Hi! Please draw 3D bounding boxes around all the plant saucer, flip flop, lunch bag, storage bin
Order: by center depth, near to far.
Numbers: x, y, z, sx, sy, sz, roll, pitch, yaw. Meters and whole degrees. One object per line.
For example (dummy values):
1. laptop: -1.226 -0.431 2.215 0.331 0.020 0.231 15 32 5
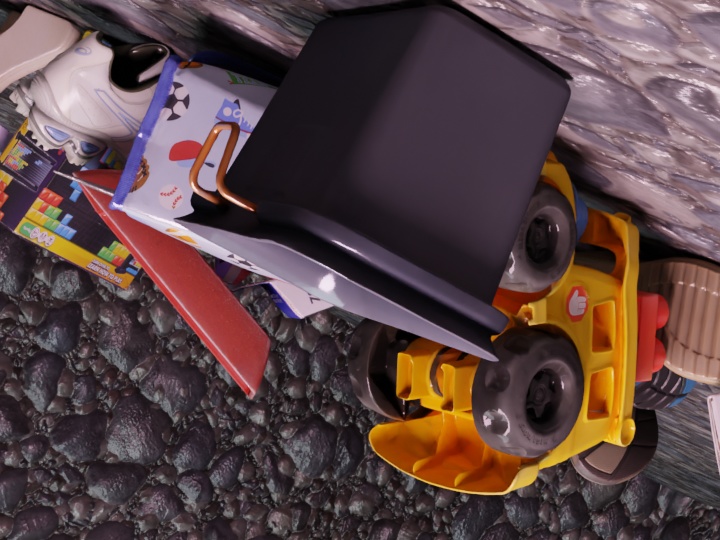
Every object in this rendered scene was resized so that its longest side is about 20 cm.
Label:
1. storage bin: 0.003 -0.055 0.788 0.145 0.135 0.200 28 174 -23
2. lunch bag: -0.062 -0.065 1.067 0.170 0.124 0.200 24 -179 -2
3. plant saucer: -0.131 0.007 1.208 0.200 0.037 0.200 50 174 2
4. flip flop: 0.209 0.118 1.401 0.081 0.058 0.200 28 -146 -13

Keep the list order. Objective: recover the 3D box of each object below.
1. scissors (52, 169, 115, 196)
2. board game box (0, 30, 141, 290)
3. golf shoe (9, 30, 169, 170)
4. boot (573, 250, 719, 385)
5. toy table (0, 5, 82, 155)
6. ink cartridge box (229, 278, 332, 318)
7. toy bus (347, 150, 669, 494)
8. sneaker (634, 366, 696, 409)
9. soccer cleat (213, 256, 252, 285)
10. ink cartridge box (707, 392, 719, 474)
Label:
1. scissors: -0.111 -0.030 1.106 0.200 0.014 0.073 16 -155 -26
2. board game box: -0.209 -0.085 1.337 0.057 0.166 0.200 35 179 22
3. golf shoe: -0.159 -0.121 1.198 0.078 0.097 0.200 54 -160 22
4. boot: 0.230 0.032 1.078 0.200 0.073 0.166 20 -175 39
5. toy table: -0.322 -0.173 1.305 0.183 0.117 0.200 25 174 12
6. ink cartridge box: 0.000 0.000 1.208 0.199 0.039 0.099 -18 -179 -7
7. toy bus: 0.105 0.014 0.945 0.192 0.201 0.136 -7 -168 -38
8. sneaker: 0.202 0.049 1.360 0.200 0.073 0.082 30 -164 -24
9. soccer cleat: -0.095 -0.061 1.258 0.068 0.073 0.200 25 -159 -19
10. ink cartridge box: 0.307 0.121 1.031 0.144 0.085 0.200 -12 163 14
